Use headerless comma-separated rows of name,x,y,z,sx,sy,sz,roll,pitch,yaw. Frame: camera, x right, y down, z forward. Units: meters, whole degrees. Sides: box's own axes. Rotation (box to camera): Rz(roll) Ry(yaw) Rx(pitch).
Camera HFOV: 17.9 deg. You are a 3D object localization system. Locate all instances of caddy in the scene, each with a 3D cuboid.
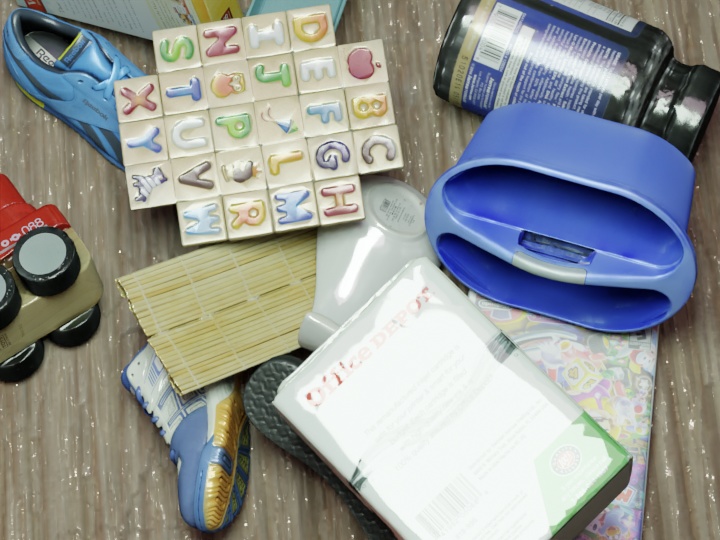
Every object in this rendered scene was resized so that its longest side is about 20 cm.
caddy,0.147,-0.031,1.630,0.199,0.142,0.105,16,45,11

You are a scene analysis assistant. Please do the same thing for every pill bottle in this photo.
pill bottle,0.164,-0.144,1.703,0.199,0.112,0.112,24,70,10

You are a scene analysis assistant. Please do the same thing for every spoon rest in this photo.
spoon rest,0.000,0.000,1.655,0.099,0.061,0.200,32,41,-1

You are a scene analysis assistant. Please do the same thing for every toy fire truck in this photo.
toy fire truck,-0.309,-0.020,1.665,0.176,0.129,0.200,-32,59,-11

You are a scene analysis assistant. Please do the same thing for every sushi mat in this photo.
sushi mat,-0.076,0.019,1.637,0.200,0.012,0.096,-21,78,-38

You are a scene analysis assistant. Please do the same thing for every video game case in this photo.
video game case,0.138,0.114,1.650,0.143,0.018,0.201,7,69,3

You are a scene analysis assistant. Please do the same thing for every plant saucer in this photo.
plant saucer,-0.045,-0.203,1.738,0.070,0.019,0.200,11,42,5

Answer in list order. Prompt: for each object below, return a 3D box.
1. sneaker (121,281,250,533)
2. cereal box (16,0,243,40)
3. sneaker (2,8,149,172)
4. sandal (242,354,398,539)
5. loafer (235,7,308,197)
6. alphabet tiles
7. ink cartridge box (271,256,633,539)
sneaker,-0.127,0.097,1.639,0.088,0.075,0.201,-5,59,7
cereal box,-0.192,-0.238,1.701,0.199,0.144,0.040,17,59,25
sneaker,-0.189,-0.132,1.723,0.200,0.078,0.066,33,70,11
sandal,0.006,0.132,1.608,0.200,0.048,0.075,44,107,4
loafer,-0.070,-0.119,1.721,0.075,0.070,0.201,2,52,0
alphabet tiles,-0.074,-0.106,1.646,0.199,0.006,0.167,-9,74,-1
ink cartridge box,0.061,0.112,1.522,0.147,0.083,0.200,-42,74,-7
